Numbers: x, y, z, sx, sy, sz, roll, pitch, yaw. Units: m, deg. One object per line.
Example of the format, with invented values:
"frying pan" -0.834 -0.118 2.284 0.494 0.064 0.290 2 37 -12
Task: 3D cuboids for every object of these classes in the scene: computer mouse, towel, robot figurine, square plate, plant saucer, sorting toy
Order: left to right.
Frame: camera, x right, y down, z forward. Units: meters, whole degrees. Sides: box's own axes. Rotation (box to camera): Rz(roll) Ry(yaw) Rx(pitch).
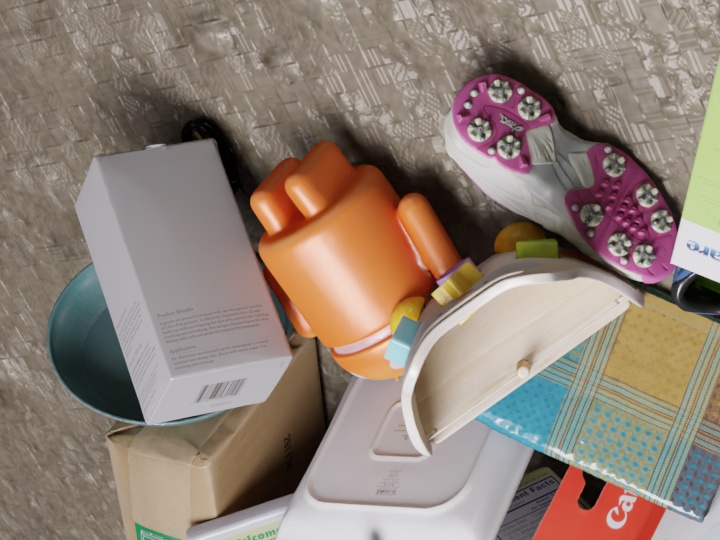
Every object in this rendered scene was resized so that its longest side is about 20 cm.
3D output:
"plant saucer" -0.154 0.056 1.785 0.200 0.200 0.036 20 142 21
"computer mouse" -0.079 -0.039 1.771 0.200 0.034 0.059 48 138 -7
"robot figurine" 0.001 0.000 1.685 0.144 0.117 0.200 -34 105 2
"square plate" 0.046 0.131 1.702 0.200 0.198 0.028 -1 136 36
"sorting toy" 0.089 0.037 1.542 0.200 0.180 0.107 -36 85 6
"towel" 0.191 0.081 1.625 0.200 0.022 0.147 24 93 15

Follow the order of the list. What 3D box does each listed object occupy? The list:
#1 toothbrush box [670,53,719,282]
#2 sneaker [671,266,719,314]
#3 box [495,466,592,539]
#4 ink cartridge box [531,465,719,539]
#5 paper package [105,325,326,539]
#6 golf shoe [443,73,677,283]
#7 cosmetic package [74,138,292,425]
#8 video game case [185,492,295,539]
"toothbrush box" 0.275 -0.102 1.383 0.086 0.146 0.200 24 134 17
"sneaker" 0.304 0.011 1.498 0.200 0.089 0.079 -2 124 36
"box" 0.158 0.289 1.707 0.200 0.097 0.176 44 140 37
"ink cartridge box" 0.247 0.177 1.625 0.200 0.160 0.047 25 162 16
"paper package" -0.116 0.163 1.849 0.103 0.191 0.200 17 134 24
"golf shoe" 0.143 -0.061 1.580 0.200 0.075 0.092 41 160 -3
"cosmetic package" -0.139 0.006 1.703 0.200 0.108 0.085 70 153 24
"video game case" -0.020 0.253 1.788 0.200 0.022 0.182 -18 120 1
